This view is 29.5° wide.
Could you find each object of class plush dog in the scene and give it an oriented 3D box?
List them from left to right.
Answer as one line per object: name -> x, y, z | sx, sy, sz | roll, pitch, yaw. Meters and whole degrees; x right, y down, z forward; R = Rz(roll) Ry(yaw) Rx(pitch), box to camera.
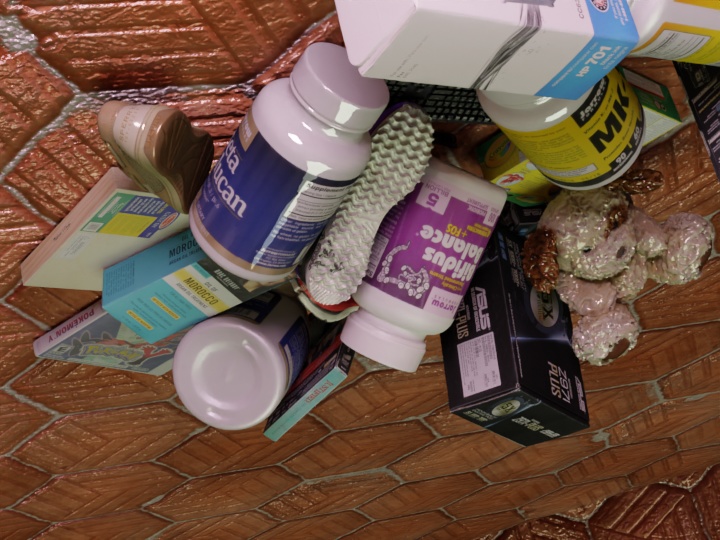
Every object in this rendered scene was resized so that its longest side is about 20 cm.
plush dog -> 0.249, -0.030, 1.438 | 0.200, 0.160, 0.172 | -44, 138, -6

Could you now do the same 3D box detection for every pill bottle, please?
pill bottle -> -0.118, 0.083, 1.472 | 0.119, 0.120, 0.200 | -21, -171, 15
pill bottle -> -0.059, -0.094, 1.181 | 0.111, 0.111, 0.200 | 5, 134, -39
pill bottle -> 0.056, -0.008, 1.335 | 0.112, 0.112, 0.201 | 15, 100, -50
pill bottle -> 0.168, -0.157, 1.192 | 0.114, 0.115, 0.200 | -24, 152, 20
pill bottle -> 0.247, -0.225, 1.097 | 0.199, 0.110, 0.109 | 1, 152, -33

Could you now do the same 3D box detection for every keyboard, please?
keyboard -> 0.079, -0.148, 1.285 | 0.199, 0.021, 0.127 | 0, 153, -30

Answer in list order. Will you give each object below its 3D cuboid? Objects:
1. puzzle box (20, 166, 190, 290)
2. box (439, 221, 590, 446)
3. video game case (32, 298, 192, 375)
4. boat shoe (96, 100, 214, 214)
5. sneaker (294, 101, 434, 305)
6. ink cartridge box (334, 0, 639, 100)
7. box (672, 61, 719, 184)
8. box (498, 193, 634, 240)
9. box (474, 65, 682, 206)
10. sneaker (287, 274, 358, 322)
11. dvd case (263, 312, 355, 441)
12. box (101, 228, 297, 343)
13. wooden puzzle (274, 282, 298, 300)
puzzle box -> -0.231, -0.035, 1.347 | 0.133, 0.026, 0.200 | 6, 149, -40
box -> 0.160, 0.069, 1.475 | 0.086, 0.201, 0.164 | -22, 149, 28
video game case -> -0.243, 0.069, 1.581 | 0.182, 0.023, 0.200 | -29, 153, 30
boat shoe -> -0.175, -0.104, 1.188 | 0.064, 0.072, 0.200 | 19, 168, 9
sneaker -> -0.012, -0.077, 1.266 | 0.069, 0.100, 0.201 | 22, 105, -35
ink cartridge box -> 0.083, -0.211, 0.980 | 0.199, 0.147, 0.086 | 1, 154, -34
box -> 0.361, -0.188, 1.188 | 0.043, 0.161, 0.200 | -3, 154, -27
box -> 0.204, -0.030, 1.592 | 0.157, 0.050, 0.200 | -3, 154, -24
box -> 0.208, -0.128, 1.377 | 0.200, 0.049, 0.117 | -33, 152, 32
sneaker -> 0.000, 0.000, 1.416 | 0.085, 0.077, 0.200 | -41, 159, 29
dvd case -> -0.039, 0.082, 1.528 | 0.022, 0.200, 0.146 | 34, 128, -14
box -> -0.153, 0.001, 1.354 | 0.199, 0.049, 0.082 | -24, 138, 21
wooden puzzle -> -0.020, -0.044, 1.440 | 0.199, 0.046, 0.185 | -29, 154, 20
